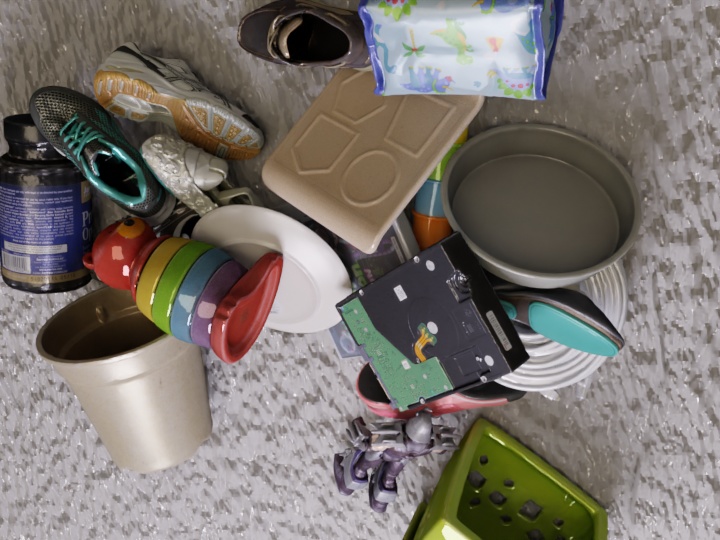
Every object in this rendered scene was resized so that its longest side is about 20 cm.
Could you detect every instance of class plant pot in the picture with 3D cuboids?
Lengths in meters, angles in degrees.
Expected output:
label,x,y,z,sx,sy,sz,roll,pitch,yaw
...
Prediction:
label,x,y,z,sx,sy,sz,roll,pitch,yaw
plant pot,-0.266,0.134,1.074,0.198,0.201,0.186,-3,117,17
plant pot,0.145,0.328,1.002,0.199,0.199,0.182,36,120,2

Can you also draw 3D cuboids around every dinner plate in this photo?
label,x,y,z,sx,sy,sz,roll,pitch,yaw
dinner plate,-0.106,0.009,1.001,0.198,0.024,0.202,14,140,12

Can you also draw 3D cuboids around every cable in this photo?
label,x,y,z,sx,sy,sz,roll,pitch,yaw
cable,0.184,0.029,0.947,0.198,0.069,0.202,25,103,12

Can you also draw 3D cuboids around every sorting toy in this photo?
label,x,y,z,sx,sy,sz,roll,pitch,yaw
sorting toy,0.011,-0.134,0.906,0.184,0.036,0.201,34,87,37

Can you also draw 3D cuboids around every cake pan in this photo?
label,x,y,z,sx,sy,sz,roll,pitch,yaw
cake pan,0.177,-0.064,0.882,0.198,0.202,0.037,17,145,10

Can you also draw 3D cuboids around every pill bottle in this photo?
label,x,y,z,sx,sy,sz,roll,pitch,yaw
pill bottle,-0.383,-0.083,1.070,0.110,0.112,0.203,9,109,13

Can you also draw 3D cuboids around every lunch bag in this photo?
label,x,y,z,sx,sy,sz,roll,pitch,yaw
lunch bag,0.105,-0.259,0.836,0.168,0.202,0.128,5,142,16

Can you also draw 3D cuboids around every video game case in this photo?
label,x,y,z,sx,sy,sz,roll,pitch,yaw
video game case,0.000,0.000,0.990,0.181,0.023,0.202,-14,104,47

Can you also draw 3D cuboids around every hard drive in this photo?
label,x,y,z,sx,sy,sz,roll,pitch,yaw
hard drive,0.066,0.059,0.892,0.200,0.038,0.141,-33,86,52

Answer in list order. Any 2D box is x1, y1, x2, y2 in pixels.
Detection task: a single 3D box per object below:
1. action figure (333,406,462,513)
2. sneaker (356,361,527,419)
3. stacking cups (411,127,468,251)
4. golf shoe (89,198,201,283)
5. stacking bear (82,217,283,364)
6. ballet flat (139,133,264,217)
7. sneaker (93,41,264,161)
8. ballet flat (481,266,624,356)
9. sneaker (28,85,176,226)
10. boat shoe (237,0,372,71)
label,x,y,z,sx,sy,sz,roll,pitch,yaw
action figure,0.035,0.208,1.023,0.129,0.070,0.201,17,139,-17
sneaker,0.096,0.134,1.030,0.197,0.075,0.087,-4,149,4
stacking cups,0.082,-0.081,0.953,0.060,0.060,0.203,9,105,13
golf shoe,-0.248,-0.037,1.064,0.095,0.078,0.200,45,114,-1
stacking bear,-0.200,0.009,0.953,0.198,0.122,0.115,26,135,12
ballet flat,-0.158,-0.089,0.998,0.071,0.072,0.200,-29,122,22
sneaker,-0.195,-0.199,1.001,0.198,0.088,0.076,25,136,-16
ballet flat,0.171,0.024,0.882,0.198,0.073,0.074,16,111,20
sneaker,-0.286,-0.134,0.967,0.200,0.091,0.078,41,88,0
boat shoe,-0.061,-0.249,0.920,0.198,0.073,0.076,12,106,36
